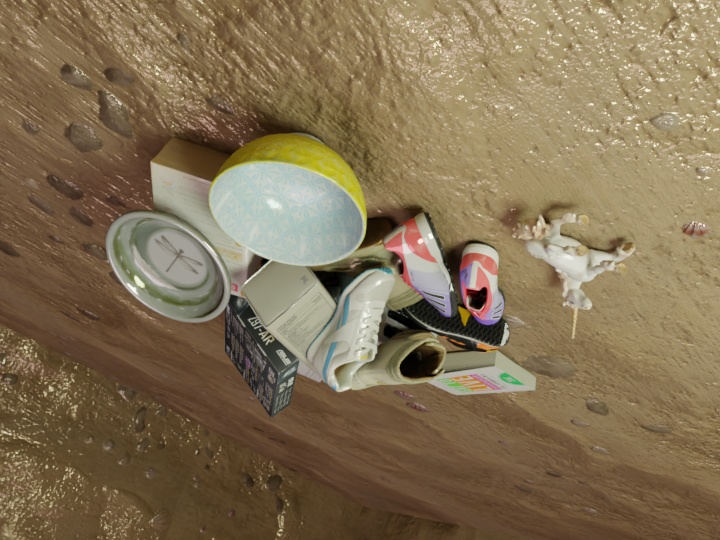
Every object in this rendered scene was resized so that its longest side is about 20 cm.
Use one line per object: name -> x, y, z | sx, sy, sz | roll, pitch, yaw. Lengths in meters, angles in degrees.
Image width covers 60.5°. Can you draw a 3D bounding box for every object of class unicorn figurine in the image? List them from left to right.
unicorn figurine -> 0.272, -0.010, 0.788 | 0.200, 0.074, 0.137 | 44, 157, -13

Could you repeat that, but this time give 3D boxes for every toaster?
toaster -> 0.052, 0.126, 1.128 | 0.198, 0.116, 0.129 | 30, 149, -21

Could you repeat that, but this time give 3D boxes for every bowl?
bowl -> -0.083, -0.108, 0.783 | 0.195, 0.110, 0.202 | 6, 147, 4

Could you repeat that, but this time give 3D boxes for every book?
book -> 0.232, 0.208, 1.238 | 0.132, 0.049, 0.198 | 32, 149, -30

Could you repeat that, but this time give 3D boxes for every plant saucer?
plant saucer -> -0.274, -0.013, 0.907 | 0.195, 0.051, 0.203 | 10, 130, 12

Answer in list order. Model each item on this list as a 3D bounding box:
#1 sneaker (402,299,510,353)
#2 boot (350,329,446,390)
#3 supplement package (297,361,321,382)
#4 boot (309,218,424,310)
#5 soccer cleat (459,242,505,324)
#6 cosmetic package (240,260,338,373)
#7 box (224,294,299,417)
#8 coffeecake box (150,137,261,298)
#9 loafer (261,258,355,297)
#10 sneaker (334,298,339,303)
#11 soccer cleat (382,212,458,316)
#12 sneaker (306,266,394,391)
sneaker -> 0.149, 0.094, 1.048 | 0.196, 0.071, 0.090 | 21, 150, -5
boot -> 0.086, 0.135, 0.971 | 0.197, 0.074, 0.153 | -14, 177, -38
supplement package -> -0.140, 0.122, 1.241 | 0.196, 0.122, 0.121 | 24, 154, -6
boot -> 0.000, 0.000, 0.973 | 0.197, 0.074, 0.156 | -11, 136, 35
soccer cleat -> 0.178, 0.041, 0.927 | 0.067, 0.074, 0.201 | 9, 151, 20
cosmetic package -> -0.086, 0.065, 0.944 | 0.088, 0.103, 0.201 | 49, 174, 32
box -> -0.175, 0.145, 1.063 | 0.161, 0.043, 0.201 | 49, 151, 20
coffeecake box -> -0.224, -0.074, 0.922 | 0.150, 0.074, 0.203 | 17, 131, 4
loafer -> -0.092, 0.019, 1.048 | 0.195, 0.063, 0.074 | 4, 113, 18
sneaker -> -0.107, 0.048, 1.123 | 0.196, 0.087, 0.077 | 5, 150, 28
soccer cleat -> 0.091, 0.003, 0.885 | 0.072, 0.069, 0.201 | -21, 137, 6
sneaker -> -0.001, 0.085, 0.902 | 0.076, 0.202, 0.081 | 3, -145, -47
